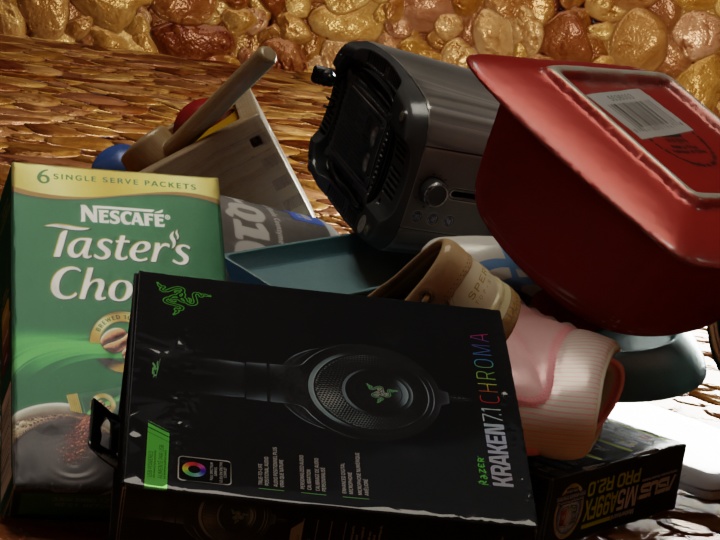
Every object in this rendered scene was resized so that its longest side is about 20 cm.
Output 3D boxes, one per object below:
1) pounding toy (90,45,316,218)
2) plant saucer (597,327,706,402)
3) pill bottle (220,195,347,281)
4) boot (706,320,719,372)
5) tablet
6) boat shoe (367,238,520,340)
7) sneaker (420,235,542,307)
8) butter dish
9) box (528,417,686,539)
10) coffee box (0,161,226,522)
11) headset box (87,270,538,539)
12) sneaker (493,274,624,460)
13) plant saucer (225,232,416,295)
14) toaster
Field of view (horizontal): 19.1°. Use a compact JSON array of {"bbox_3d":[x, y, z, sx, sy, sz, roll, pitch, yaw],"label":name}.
[{"bbox_3d":[-0.118,-0.065,1.524,0.184,0.143,0.200,-28,13,0],"label":"pounding toy"},{"bbox_3d":[0.131,0.036,1.407,0.199,0.028,0.200,7,18,-2],"label":"plant saucer"},{"bbox_3d":[-0.077,0.011,1.417,0.199,0.114,0.114,13,8,-28],"label":"pill bottle"},{"bbox_3d":[0.267,0.034,1.288,0.077,0.139,0.201,-12,49,-8],"label":"boot"},{"bbox_3d":[0.194,0.110,1.406,0.130,0.014,0.200,-2,16,-42],"label":"tablet"},{"bbox_3d":[-0.009,0.048,1.139,0.065,0.200,0.071,43,28,-23],"label":"boat shoe"},{"bbox_3d":[0.129,-0.006,1.355,0.199,0.073,0.072,6,-7,-21],"label":"sneaker"},{"bbox_3d":[0.150,-0.023,1.256,0.199,0.148,0.199,-3,42,-49],"label":"butter dish"},{"bbox_3d":[0.067,0.103,1.257,0.199,0.045,0.160,17,12,33],"label":"box"},{"bbox_3d":[-0.131,0.037,1.141,0.122,0.201,0.044,5,-33,-15],"label":"coffee box"},{"bbox_3d":[-0.030,0.091,1.011,0.199,0.093,0.174,7,32,-7],"label":"headset box"},{"bbox_3d":[0.093,0.054,1.211,0.104,0.076,0.200,6,19,-2],"label":"sneaker"},{"bbox_3d":[0.000,0.000,1.364,0.070,0.019,0.200,30,24,32],"label":"plant saucer"},{"bbox_3d":[0.049,-0.079,1.423,0.129,0.114,0.200,11,18,-23],"label":"toaster"}]
